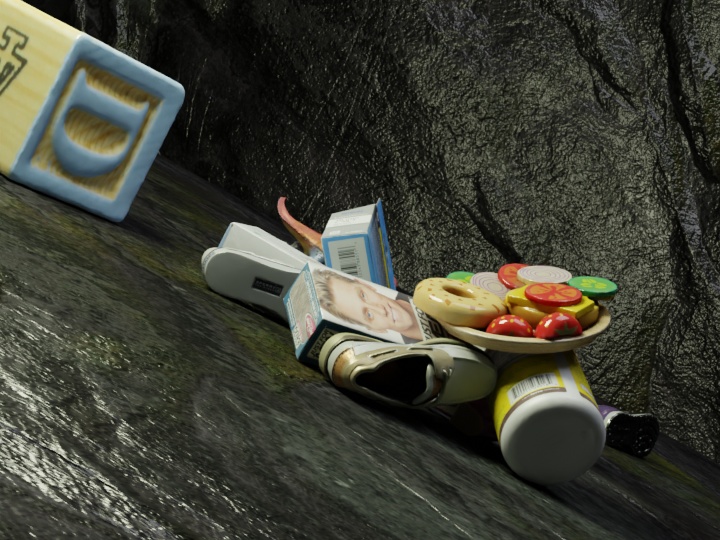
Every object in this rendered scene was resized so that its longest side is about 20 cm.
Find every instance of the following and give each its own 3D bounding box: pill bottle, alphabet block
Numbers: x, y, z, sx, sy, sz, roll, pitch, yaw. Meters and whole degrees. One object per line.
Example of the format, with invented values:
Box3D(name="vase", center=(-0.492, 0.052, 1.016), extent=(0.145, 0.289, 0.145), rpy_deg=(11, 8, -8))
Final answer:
Box3D(name="pill bottle", center=(0.188, 0.130, 1.526), extent=(0.109, 0.109, 0.200), rpy_deg=(27, 22, -17))
Box3D(name="alphabet block", center=(-0.377, -0.204, 1.796), extent=(0.200, 0.197, 0.195), rpy_deg=(30, 2, 42))

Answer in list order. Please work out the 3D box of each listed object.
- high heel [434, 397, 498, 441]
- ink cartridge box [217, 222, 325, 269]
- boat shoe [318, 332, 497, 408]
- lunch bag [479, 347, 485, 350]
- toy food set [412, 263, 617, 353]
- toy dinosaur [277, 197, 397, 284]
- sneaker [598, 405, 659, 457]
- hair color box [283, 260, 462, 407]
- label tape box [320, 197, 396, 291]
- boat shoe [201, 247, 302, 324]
Box3D(name="high heel", center=(0.101, 0.124, 1.643), extent=(0.200, 0.068, 0.096), rpy_deg=(36, 17, 35))
Box3D(name="ink cartridge box", center=(-0.105, 0.004, 1.834), extent=(0.136, 0.077, 0.200), rpy_deg=(30, 4, 5))
Box3D(name="boat shoe", center=(0.058, 0.110, 1.445), extent=(0.199, 0.075, 0.068), rpy_deg=(5, 18, -27))
Box3D(name="lunch bag", center=(0.184, 0.108, 1.884), extent=(0.164, 0.117, 0.200), rpy_deg=(59, 21, 21))
Box3D(name="toy food set", center=(0.170, 0.036, 1.534), extent=(0.199, 0.049, 0.198), rpy_deg=(13, 21, 31))
Box3D(name="toy dinosaur", center=(-0.037, -0.010, 2.133), extent=(0.181, 0.201, 0.105), rpy_deg=(-3, 11, 16))
Box3D(name="sneaker", center=(0.441, 0.263, 2.461), extent=(0.087, 0.076, 0.200), rpy_deg=(22, -1, 41))
Box3D(name="hair color box", center=(0.024, 0.069, 1.521), extent=(0.199, 0.061, 0.100), rpy_deg=(18, 31, -26))
Box3D(name="label tape box", center=(0.000, 0.000, 1.831), extent=(0.063, 0.145, 0.200), rpy_deg=(-8, 14, 7))
Box3D(name="boat shoe", center=(-0.098, 0.023, 1.698), extent=(0.199, 0.072, 0.066), rpy_deg=(18, 10, -17))
